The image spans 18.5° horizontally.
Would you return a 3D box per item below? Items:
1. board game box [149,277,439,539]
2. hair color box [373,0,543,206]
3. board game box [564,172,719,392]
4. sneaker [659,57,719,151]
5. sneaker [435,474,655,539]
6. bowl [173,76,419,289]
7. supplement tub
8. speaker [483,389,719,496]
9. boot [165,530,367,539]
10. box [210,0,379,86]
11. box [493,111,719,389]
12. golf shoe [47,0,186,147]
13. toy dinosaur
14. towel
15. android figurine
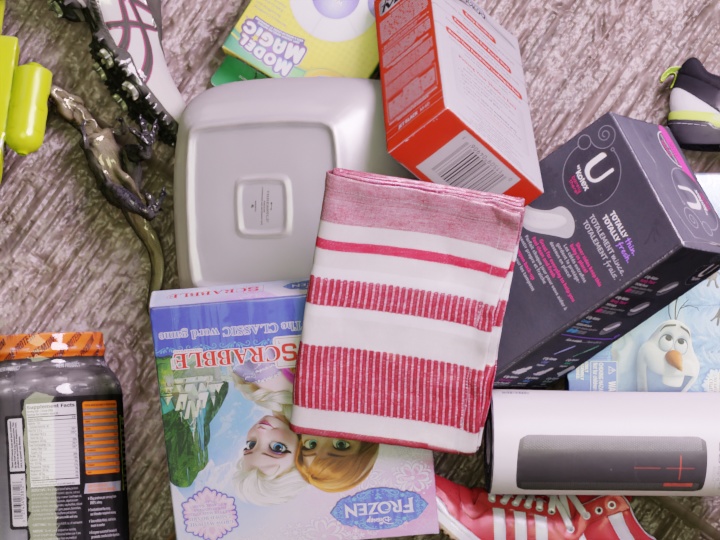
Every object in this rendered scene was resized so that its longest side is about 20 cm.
[{"bbox_3d":[-0.047,0.106,1.632,0.200,0.041,0.200,-5,108,1],"label":"board game box"},{"bbox_3d":[0.071,-0.132,1.651,0.064,0.200,0.111,-36,122,25],"label":"hair color box"},{"bbox_3d":[0.260,0.023,1.734,0.199,0.043,0.201,0,87,1],"label":"board game box"},{"bbox_3d":[0.335,-0.136,1.727,0.200,0.072,0.083,2,86,1],"label":"sneaker"},{"bbox_3d":[0.136,0.188,1.714,0.200,0.071,0.113,35,92,-5],"label":"sneaker"},{"bbox_3d":[-0.059,-0.047,1.678,0.199,0.075,0.200,1,94,25],"label":"bowl"},{"bbox_3d":[-0.241,0.149,1.699,0.122,0.123,0.200,-3,86,1],"label":"supplement tub"},{"bbox_3d":[0.195,0.130,1.670,0.200,0.081,0.081,1,87,-2],"label":"speaker"},{"bbox_3d":[-0.089,0.230,1.699,0.200,0.075,0.097,-41,59,-4],"label":"boot"},{"bbox_3d":[-0.024,-0.206,1.753,0.117,0.048,0.200,32,90,3],"label":"box"},{"bbox_3d":[0.161,-0.011,1.657,0.200,0.106,0.122,-36,68,26],"label":"box"},{"bbox_3d":[-0.181,-0.194,1.742,0.088,0.077,0.200,-35,94,-18],"label":"golf shoe"},{"bbox_3d":[-0.183,-0.069,1.736,0.047,0.088,0.200,-24,88,-34],"label":"toy dinosaur"},{"bbox_3d":[0.032,0.033,1.577,0.144,0.023,0.200,8,107,-4],"label":"towel"},{"bbox_3d":[-0.335,-0.127,1.719,0.182,0.041,0.200,8,72,-4],"label":"android figurine"}]
